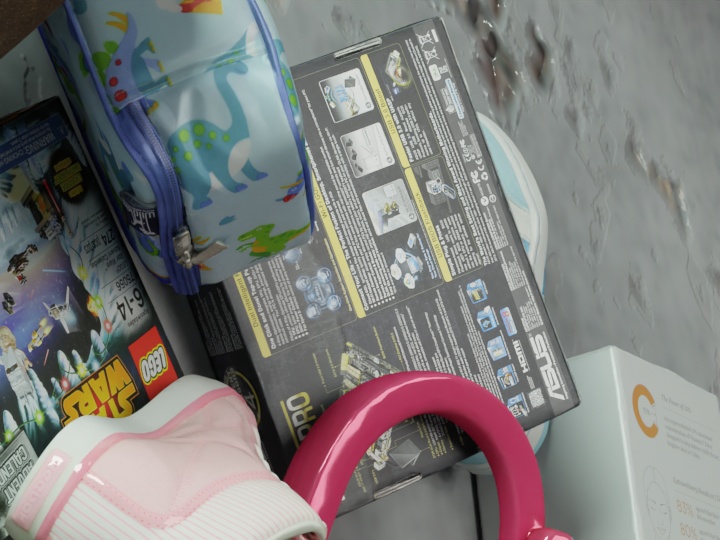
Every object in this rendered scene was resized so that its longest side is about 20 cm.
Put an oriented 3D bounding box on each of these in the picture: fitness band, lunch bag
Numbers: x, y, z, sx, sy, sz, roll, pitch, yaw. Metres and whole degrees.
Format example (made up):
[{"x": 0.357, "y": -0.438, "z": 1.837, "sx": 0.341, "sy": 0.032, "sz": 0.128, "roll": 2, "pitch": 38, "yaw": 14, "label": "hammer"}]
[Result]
[{"x": 0.018, "y": 0.144, "z": 1.067, "sx": 0.143, "sy": 0.037, "sz": 0.201, "roll": 26, "pitch": 76, "yaw": -27, "label": "fitness band"}, {"x": -0.087, "y": -0.097, "z": 0.983, "sx": 0.161, "sy": 0.082, "sz": 0.201, "roll": 91, "pitch": -25, "yaw": -74, "label": "lunch bag"}]

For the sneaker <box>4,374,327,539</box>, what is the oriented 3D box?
[{"x": -0.058, "y": 0.100, "z": 0.943, "sx": 0.104, "sy": 0.076, "sz": 0.200, "roll": 30, "pitch": 8, "yaw": 11, "label": "sneaker"}]

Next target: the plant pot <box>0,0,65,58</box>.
[{"x": -0.162, "y": -0.144, "z": 0.845, "sx": 0.187, "sy": 0.199, "sz": 0.188, "roll": 36, "pitch": 45, "yaw": -46, "label": "plant pot"}]

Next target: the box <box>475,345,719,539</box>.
[{"x": 0.137, "y": 0.159, "z": 1.282, "sx": 0.124, "sy": 0.097, "sz": 0.202, "roll": 25, "pitch": 54, "yaw": -52, "label": "box"}]

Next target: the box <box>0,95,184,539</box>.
[{"x": -0.152, "y": 0.026, "z": 0.929, "sx": 0.200, "sy": 0.040, "sz": 0.138, "roll": -41, "pitch": 111, "yaw": -59, "label": "box"}]

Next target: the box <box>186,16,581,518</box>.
[{"x": 0.000, "y": 0.000, "z": 1.116, "sx": 0.160, "sy": 0.049, "sz": 0.201, "roll": -23, "pitch": 94, "yaw": -30, "label": "box"}]

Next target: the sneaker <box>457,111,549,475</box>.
[{"x": 0.038, "y": -0.002, "z": 1.226, "sx": 0.130, "sy": 0.079, "sz": 0.202, "roll": 21, "pitch": 55, "yaw": -55, "label": "sneaker"}]
